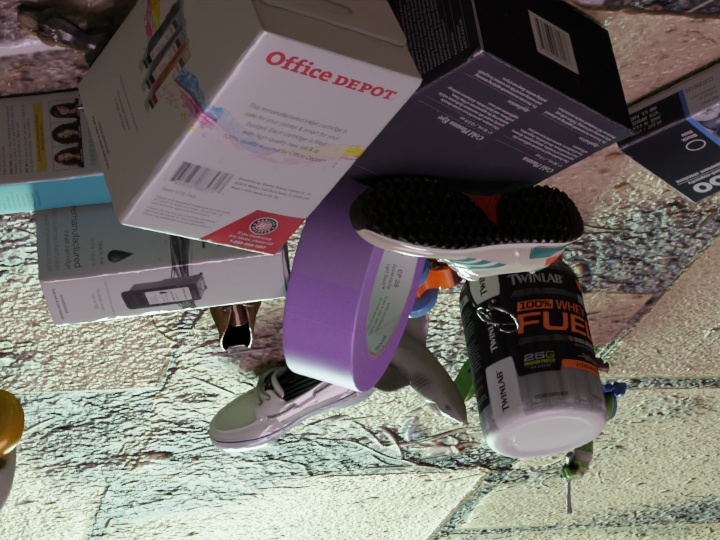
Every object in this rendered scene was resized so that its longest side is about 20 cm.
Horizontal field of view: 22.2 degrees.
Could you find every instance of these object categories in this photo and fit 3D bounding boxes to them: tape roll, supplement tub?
[{"bbox_3d":[0.000,0.000,1.574,0.066,0.200,0.200,16,157,14],"label":"tape roll"},{"bbox_3d":[0.164,0.071,1.786,0.122,0.200,0.123,-8,153,-4],"label":"supplement tub"}]

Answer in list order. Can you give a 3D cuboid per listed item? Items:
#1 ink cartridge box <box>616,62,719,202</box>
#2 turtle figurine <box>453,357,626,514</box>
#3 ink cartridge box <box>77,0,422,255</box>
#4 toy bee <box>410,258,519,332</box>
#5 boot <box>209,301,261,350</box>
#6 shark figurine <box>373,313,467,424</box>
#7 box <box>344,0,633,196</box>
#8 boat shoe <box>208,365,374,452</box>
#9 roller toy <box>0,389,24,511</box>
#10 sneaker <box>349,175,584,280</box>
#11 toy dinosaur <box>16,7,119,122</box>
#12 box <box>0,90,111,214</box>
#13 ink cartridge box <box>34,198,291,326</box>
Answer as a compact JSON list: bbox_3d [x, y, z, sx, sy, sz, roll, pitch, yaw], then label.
[{"bbox_3d":[0.355,-0.129,1.632,0.198,0.043,0.200,-26,150,30],"label":"ink cartridge box"},{"bbox_3d":[0.191,0.180,2.078,0.194,0.144,0.200,18,139,-36],"label":"turtle figurine"},{"bbox_3d":[-0.082,-0.136,1.322,0.145,0.145,0.200,13,133,-38],"label":"ink cartridge box"},{"bbox_3d":[0.060,-0.009,1.728,0.200,0.109,0.131,21,153,0],"label":"toy bee"},{"bbox_3d":[-0.111,0.009,1.718,0.073,0.076,0.200,-3,152,-8],"label":"boot"},{"bbox_3d":[0.025,0.068,1.905,0.214,0.128,0.090,27,113,-24],"label":"shark figurine"},{"bbox_3d":[0.079,-0.141,1.450,0.182,0.104,0.200,-29,147,32],"label":"box"},{"bbox_3d":[-0.083,0.131,1.990,0.200,0.074,0.067,-25,136,10],"label":"boat shoe"},{"bbox_3d":[-0.447,0.193,1.857,0.182,0.200,0.140,17,168,32],"label":"roller toy"},{"bbox_3d":[0.078,-0.022,1.488,0.199,0.070,0.093,0,147,-23],"label":"sneaker"},{"bbox_3d":[-0.170,-0.157,1.408,0.200,0.048,0.088,2,145,-28],"label":"toy dinosaur"},{"bbox_3d":[-0.238,-0.095,1.462,0.200,0.082,0.049,-6,153,-5],"label":"box"},{"bbox_3d":[-0.163,-0.045,1.514,0.200,0.145,0.083,-8,151,-3],"label":"ink cartridge box"}]
